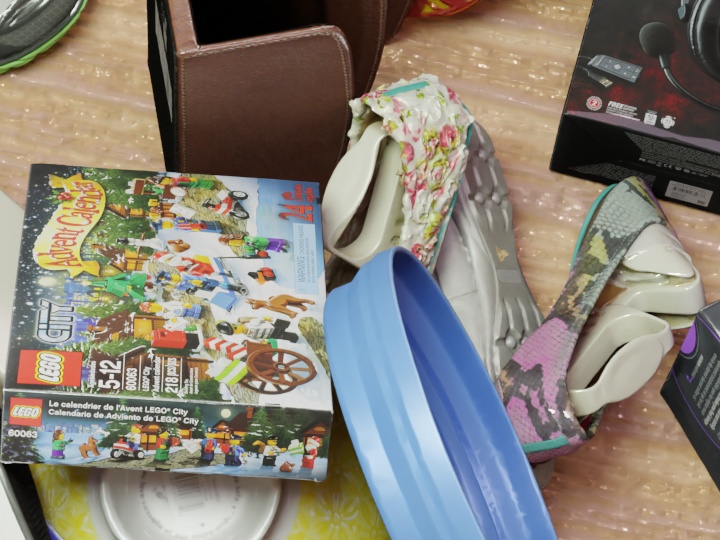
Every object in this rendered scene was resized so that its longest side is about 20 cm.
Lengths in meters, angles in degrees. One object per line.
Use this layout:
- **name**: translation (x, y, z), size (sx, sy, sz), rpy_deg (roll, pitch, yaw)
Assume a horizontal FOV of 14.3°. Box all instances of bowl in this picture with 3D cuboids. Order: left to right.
- **bowl**: translation (-0.073, 0.102, 1.282), size (0.200, 0.108, 0.200), rpy_deg (0, 76, 0)
- **bowl**: translation (0.039, 0.088, 1.241), size (0.039, 0.201, 0.201), rpy_deg (-24, 69, 10)

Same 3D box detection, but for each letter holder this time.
- **letter holder**: translation (-0.029, -0.113, 1.406), size (0.142, 0.200, 0.101), rpy_deg (-8, 68, -7)

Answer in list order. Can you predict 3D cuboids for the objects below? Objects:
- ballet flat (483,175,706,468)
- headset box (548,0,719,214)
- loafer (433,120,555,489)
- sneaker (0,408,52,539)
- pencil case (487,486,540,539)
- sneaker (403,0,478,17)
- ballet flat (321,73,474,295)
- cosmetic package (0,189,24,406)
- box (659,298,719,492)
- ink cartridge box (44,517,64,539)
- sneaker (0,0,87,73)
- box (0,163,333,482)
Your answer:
- **ballet flat**: translation (0.126, 0.025, 1.401), size (0.071, 0.069, 0.200), rpy_deg (-2, 35, 34)
- **headset box**: translation (0.195, -0.134, 1.494), size (0.149, 0.077, 0.200), rpy_deg (16, 69, 4)
- **loafer**: translation (0.049, 0.020, 1.435), size (0.070, 0.070, 0.200), rpy_deg (-22, 72, 30)
- **sneaker**: translation (-0.190, 0.132, 1.213), size (0.121, 0.084, 0.200), rpy_deg (-21, 78, 0)
- **pencil case**: translation (-0.011, 0.128, 1.372), size (0.200, 0.083, 0.087), rpy_deg (12, 39, 2)
- **sneaker**: translation (0.069, -0.188, 1.494), size (0.200, 0.073, 0.077), rpy_deg (-18, 25, 22)
- **ballet flat**: translation (0.000, 0.000, 1.390), size (0.076, 0.064, 0.200), rpy_deg (21, 103, 46)
- **cosmetic package**: translation (-0.212, -0.011, 1.407), size (0.200, 0.104, 0.073), rpy_deg (41, 72, 14)
- **box**: translation (0.245, 0.099, 1.374), size (0.106, 0.122, 0.200), rpy_deg (-25, 71, -13)
- **ink cartridge box**: translation (-0.164, 0.209, 1.275), size (0.198, 0.200, 0.043), rpy_deg (46, 35, 15)
- **sneaker**: translation (-0.237, -0.146, 1.471), size (0.200, 0.084, 0.077), rpy_deg (-3, 68, -4)
- **box**: translation (-0.084, 0.019, 1.256), size (0.136, 0.038, 0.200), rpy_deg (4, 29, -6)
